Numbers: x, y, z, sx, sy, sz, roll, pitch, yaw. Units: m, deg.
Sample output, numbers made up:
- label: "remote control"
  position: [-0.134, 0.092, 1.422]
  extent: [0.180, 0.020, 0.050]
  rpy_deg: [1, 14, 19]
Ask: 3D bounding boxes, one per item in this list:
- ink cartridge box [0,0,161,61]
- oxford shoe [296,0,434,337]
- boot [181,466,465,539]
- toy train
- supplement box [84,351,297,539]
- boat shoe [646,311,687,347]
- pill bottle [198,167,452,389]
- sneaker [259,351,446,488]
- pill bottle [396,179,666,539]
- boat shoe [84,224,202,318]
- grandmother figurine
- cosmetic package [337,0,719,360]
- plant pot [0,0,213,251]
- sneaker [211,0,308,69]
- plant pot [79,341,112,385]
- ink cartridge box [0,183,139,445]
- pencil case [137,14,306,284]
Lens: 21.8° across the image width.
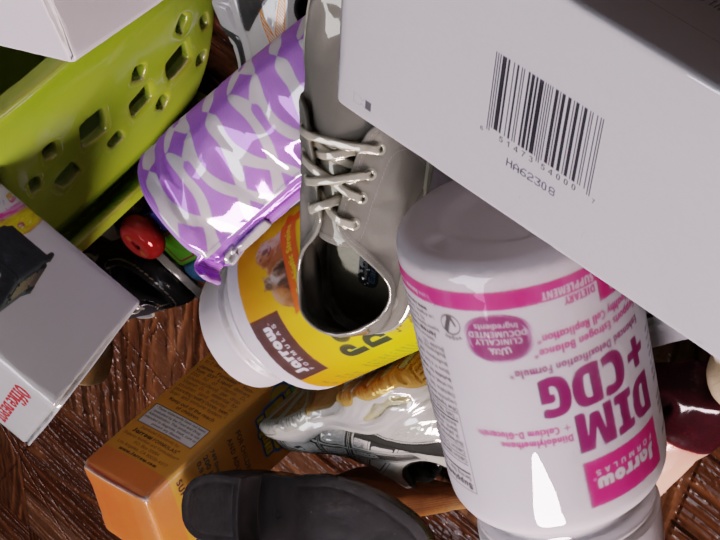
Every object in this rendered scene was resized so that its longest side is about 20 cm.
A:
- label: "ink cartridge box"
  position: [-0.133, -0.200, 0.980]
  extent: [0.144, 0.200, 0.085]
  rpy_deg: [16, 137, 45]
- label: "oxford shoe"
  position: [-0.002, -0.052, 0.929]
  extent: [0.075, 0.058, 0.202]
  rpy_deg: [16, 120, 28]
- label: "boot"
  position: [0.013, 0.164, 1.218]
  extent: [0.187, 0.199, 0.069]
  rpy_deg: [-3, 85, 36]
- label: "toy train"
  position: [-0.065, -0.031, 1.208]
  extent: [0.116, 0.085, 0.200]
  rpy_deg: [45, 152, -13]
- label: "supplement box"
  position: [-0.090, 0.103, 1.263]
  extent: [0.068, 0.200, 0.067]
  rpy_deg: [20, 139, 36]
- label: "boat shoe"
  position: [0.159, -0.010, 0.923]
  extent: [0.071, 0.072, 0.200]
  rpy_deg: [47, 153, -3]
- label: "pill bottle"
  position: [0.000, 0.000, 1.062]
  extent: [0.199, 0.109, 0.110]
  rpy_deg: [-26, 103, 40]
- label: "sneaker"
  position: [0.007, 0.101, 1.161]
  extent: [0.088, 0.076, 0.200]
  rpy_deg: [51, 154, -11]
- label: "pill bottle"
  position: [0.091, 0.058, 0.928]
  extent: [0.113, 0.113, 0.202]
  rpy_deg: [16, 130, 45]
- label: "boat shoe"
  position: [-0.174, 0.006, 1.368]
  extent: [0.074, 0.060, 0.200]
  rpy_deg: [49, 166, -24]
- label: "grandmother figurine"
  position: [0.174, 0.082, 1.003]
  extent: [0.120, 0.061, 0.200]
  rpy_deg: [11, 148, -19]
- label: "cosmetic package"
  position: [0.129, -0.110, 0.722]
  extent: [0.199, 0.200, 0.124]
  rpy_deg: [35, 145, 24]
- label: "plant pot"
  position: [-0.211, -0.126, 1.185]
  extent: [0.198, 0.200, 0.182]
  rpy_deg: [30, 151, 28]
- label: "sneaker"
  position: [-0.029, -0.108, 1.072]
  extent: [0.080, 0.074, 0.201]
  rpy_deg: [18, 139, 37]
- label: "plant pot"
  position: [-0.243, 0.001, 1.270]
  extent: [0.199, 0.028, 0.200]
  rpy_deg: [38, -169, -8]
- label: "ink cartridge box"
  position: [-0.240, 0.000, 1.107]
  extent: [0.200, 0.083, 0.146]
  rpy_deg: [40, 158, -5]
- label: "pencil case"
  position: [-0.031, -0.080, 1.000]
  extent: [0.200, 0.084, 0.086]
  rpy_deg: [-39, 54, 23]
